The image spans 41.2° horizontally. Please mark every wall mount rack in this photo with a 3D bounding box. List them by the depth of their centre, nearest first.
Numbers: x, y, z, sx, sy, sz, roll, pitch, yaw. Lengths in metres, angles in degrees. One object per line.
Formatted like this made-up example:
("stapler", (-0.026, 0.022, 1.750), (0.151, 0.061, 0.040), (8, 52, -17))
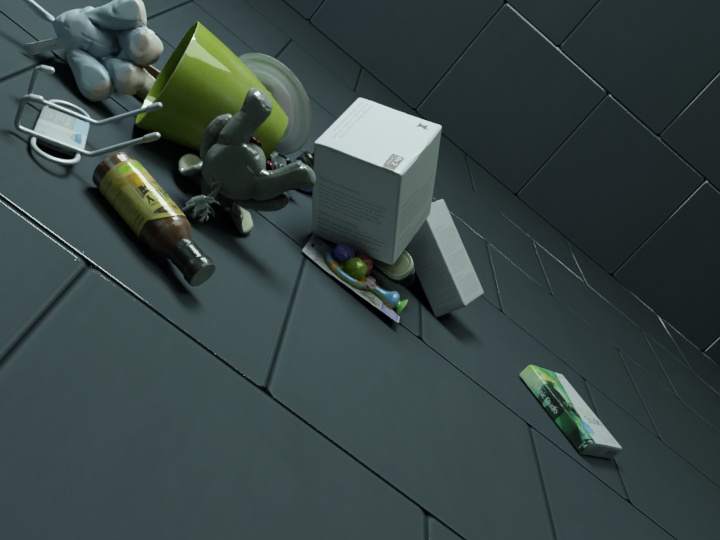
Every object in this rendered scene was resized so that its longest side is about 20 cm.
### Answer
("wall mount rack", (-0.357, -0.200, 1.262), (0.173, 0.075, 0.200), (19, 25, -20))

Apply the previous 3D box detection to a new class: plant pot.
("plant pot", (-0.222, -0.256, 1.513), (0.200, 0.187, 0.187), (31, 20, -21))

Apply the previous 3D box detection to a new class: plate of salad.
("plate of salad", (-0.169, -0.308, 1.766), (0.200, 0.200, 0.048), (42, 45, 2))

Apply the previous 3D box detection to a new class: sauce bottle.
("sauce bottle", (-0.257, -0.063, 1.205), (0.200, 0.065, 0.065), (47, 18, 15))

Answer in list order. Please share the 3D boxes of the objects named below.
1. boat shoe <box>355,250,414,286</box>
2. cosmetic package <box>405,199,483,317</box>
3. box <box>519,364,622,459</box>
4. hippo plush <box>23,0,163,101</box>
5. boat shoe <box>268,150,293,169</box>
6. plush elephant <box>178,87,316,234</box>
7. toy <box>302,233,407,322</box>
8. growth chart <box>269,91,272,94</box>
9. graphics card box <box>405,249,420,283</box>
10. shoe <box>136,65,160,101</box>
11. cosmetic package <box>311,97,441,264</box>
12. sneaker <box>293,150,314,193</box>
("boat shoe", (0.034, -0.040, 1.735), (0.199, 0.075, 0.066), (39, -9, 36))
("cosmetic package", (0.149, -0.025, 1.811), (0.101, 0.071, 0.201), (-25, 92, -59))
("box", (0.407, 0.273, 1.851), (0.144, 0.036, 0.200), (20, 27, -50))
("hippo plush", (-0.402, -0.339, 1.495), (0.199, 0.160, 0.161), (-4, 5, -4))
("boat shoe", (-0.152, -0.169, 1.660), (0.066, 0.075, 0.199), (34, 5, 17))
("plush elephant", (-0.185, -0.146, 1.429), (0.165, 0.200, 0.155), (51, -7, -12))
("toy", (0.000, 0.000, 1.621), (0.200, 0.047, 0.115), (40, 16, -6))
("growth chart", (-0.236, -0.295, 1.653), (0.144, 0.018, 0.200), (30, 42, -6))
("graphics card box", (0.071, -0.060, 1.907), (0.125, 0.051, 0.200), (14, 31, -55))
("shoe", (-0.333, -0.299, 1.620), (0.200, 0.053, 0.070), (36, 18, -17))
("cosmetic package", (0.025, -0.154, 1.640), (0.164, 0.201, 0.165), (21, 45, 18))
("sneaker", (-0.068, -0.191, 1.872), (0.071, 0.083, 0.199), (49, 19, 22))
